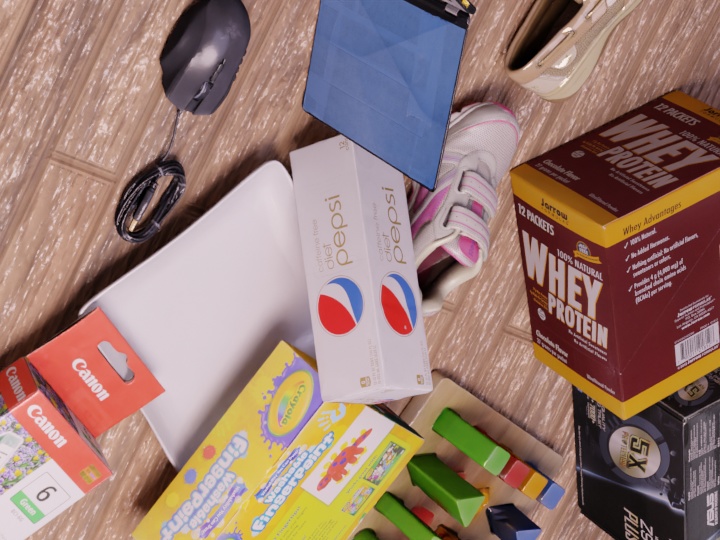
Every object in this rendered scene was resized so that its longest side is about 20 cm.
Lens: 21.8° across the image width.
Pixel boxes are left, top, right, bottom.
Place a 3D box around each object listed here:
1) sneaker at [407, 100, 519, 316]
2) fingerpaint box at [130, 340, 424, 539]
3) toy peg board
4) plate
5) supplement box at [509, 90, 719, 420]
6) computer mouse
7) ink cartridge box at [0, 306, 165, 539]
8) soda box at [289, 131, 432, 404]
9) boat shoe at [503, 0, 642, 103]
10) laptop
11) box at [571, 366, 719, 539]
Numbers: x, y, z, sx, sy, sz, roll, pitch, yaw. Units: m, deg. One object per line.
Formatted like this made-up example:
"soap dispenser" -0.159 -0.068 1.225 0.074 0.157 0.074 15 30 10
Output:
"sneaker" 0.079 -0.042 1.534 0.081 0.088 0.201 25 96 -41
"fingerpaint box" -0.065 0.175 1.522 0.201 0.073 0.167 -52 146 3
"toy peg board" 0.093 0.229 1.675 0.199 0.098 0.201 35 90 -41
"plate" -0.109 0.037 1.477 0.200 0.032 0.200 -39 129 -14
"supplement box" 0.257 -0.017 1.645 0.196 0.133 0.201 -26 125 -22
"computer mouse" -0.131 -0.110 1.387 0.058 0.034 0.202 12 105 -39
"ink cartridge box" -0.245 0.129 1.392 0.199 0.050 0.109 -35 129 -2
"soda box" 0.000 0.000 1.439 0.068 0.063 0.202 8 71 -54
"boat shoe" 0.188 -0.235 1.528 0.064 0.071 0.201 22 100 -41
"laptop" -0.018 -0.184 1.328 0.116 0.187 0.200 -52 131 -3
"box" 0.280 0.168 1.734 0.086 0.164 0.202 -22 124 -25
